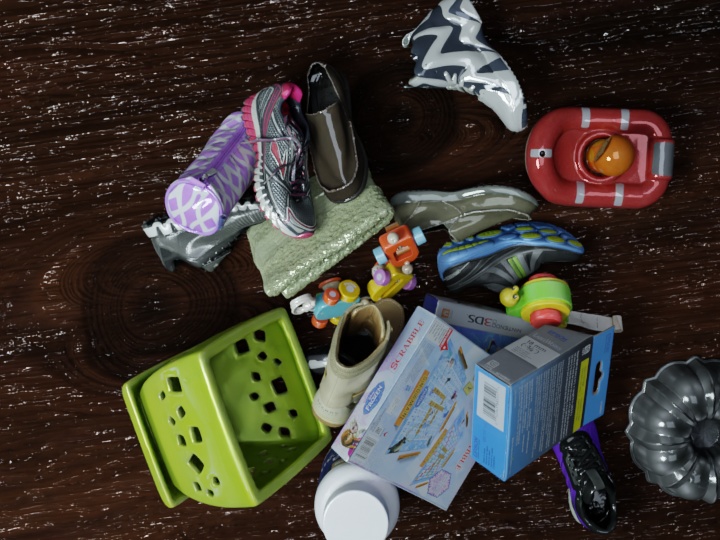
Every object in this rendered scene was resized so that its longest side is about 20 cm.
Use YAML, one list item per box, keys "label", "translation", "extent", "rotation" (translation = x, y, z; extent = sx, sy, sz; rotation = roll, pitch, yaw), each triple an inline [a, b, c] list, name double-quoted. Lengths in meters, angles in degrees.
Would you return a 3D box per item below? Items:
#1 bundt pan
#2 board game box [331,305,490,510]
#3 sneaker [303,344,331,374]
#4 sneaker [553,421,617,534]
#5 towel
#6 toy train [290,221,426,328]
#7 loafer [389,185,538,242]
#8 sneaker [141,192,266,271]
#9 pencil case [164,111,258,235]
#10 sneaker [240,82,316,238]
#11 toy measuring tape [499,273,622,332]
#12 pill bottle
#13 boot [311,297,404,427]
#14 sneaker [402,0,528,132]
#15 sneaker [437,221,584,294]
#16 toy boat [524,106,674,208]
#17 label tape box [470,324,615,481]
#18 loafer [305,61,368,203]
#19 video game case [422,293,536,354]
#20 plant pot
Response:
- label: "bundt pan"
  translation: [0.468, 0.224, 1.197]
  extent: [0.199, 0.076, 0.205]
  rotation: [0, 96, 2]
- label: "board game box"
  translation: [0.089, 0.175, 1.094]
  extent: [0.199, 0.041, 0.201]
  rotation: [35, 86, -38]
- label: "sneaker"
  translation: [0.013, 0.150, 1.205]
  extent: [0.197, 0.072, 0.084]
  rotation: [3, 96, 1]
- label: "sneaker"
  translation: [0.306, 0.264, 1.191]
  extent: [0.069, 0.100, 0.203]
  rotation: [-19, 95, 1]
- label: "towel"
  translation: [-0.059, -0.063, 1.165]
  extent: [0.199, 0.037, 0.149]
  rotation: [-34, 49, 6]
- label: "toy train"
  translation: [0.000, 0.000, 1.169]
  extent: [0.198, 0.150, 0.056]
  rotation: [-28, 61, 8]
- label: "loafer"
  translation: [0.138, -0.070, 1.179]
  extent: [0.197, 0.075, 0.071]
  rotation: [-2, 81, 12]
- label: "sneaker"
  translation: [-0.194, -0.048, 1.195]
  extent: [0.197, 0.067, 0.092]
  rotation: [-13, 102, 14]
- label: "pencil case"
  translation: [-0.179, -0.128, 1.124]
  extent: [0.083, 0.201, 0.086]
  rotation: [15, 128, 4]
- label: "sneaker"
  translation: [-0.094, -0.139, 1.114]
  extent: [0.074, 0.080, 0.203]
  rotation: [-19, 84, 34]
- label: "toy measuring tape"
  translation: [0.276, 0.047, 1.163]
  extent: [0.197, 0.074, 0.075]
  rotation: [11, 95, -18]
- label: "pill bottle"
  translation: [-0.003, 0.294, 1.153]
  extent: [0.109, 0.200, 0.113]
  rotation: [0, 95, 1]
- label: "boot"
  translation: [0.011, 0.081, 1.096]
  extent: [0.072, 0.156, 0.201]
  rotation: [30, 54, 11]
- label: "sneaker"
  translation: [0.127, -0.250, 1.164]
  extent: [0.129, 0.079, 0.201]
  rotation: [-30, 93, 5]
- label: "sneaker"
  translation: [0.203, -0.013, 1.196]
  extent: [0.197, 0.071, 0.084]
  rotation: [-11, 116, 0]
- label: "toy boat"
  translation: [0.315, -0.148, 1.141]
  extent: [0.197, 0.131, 0.133]
  rotation: [2, 95, 1]
- label: "label tape box"
  translation: [0.230, 0.153, 1.117]
  extent: [0.198, 0.063, 0.146]
  rotation: [-23, 125, -34]
- label: "loafer"
  translation: [-0.044, -0.182, 1.145]
  extent: [0.072, 0.071, 0.203]
  rotation: [-20, 68, 18]
- label: "video game case"
  translation: [0.151, 0.148, 1.185]
  extent: [0.179, 0.045, 0.203]
  rotation: [12, 95, -20]
- label: "plant pot"
  translation: [-0.180, 0.183, 1.143]
  extent: [0.180, 0.199, 0.201]
  rotation: [-18, 95, 32]
